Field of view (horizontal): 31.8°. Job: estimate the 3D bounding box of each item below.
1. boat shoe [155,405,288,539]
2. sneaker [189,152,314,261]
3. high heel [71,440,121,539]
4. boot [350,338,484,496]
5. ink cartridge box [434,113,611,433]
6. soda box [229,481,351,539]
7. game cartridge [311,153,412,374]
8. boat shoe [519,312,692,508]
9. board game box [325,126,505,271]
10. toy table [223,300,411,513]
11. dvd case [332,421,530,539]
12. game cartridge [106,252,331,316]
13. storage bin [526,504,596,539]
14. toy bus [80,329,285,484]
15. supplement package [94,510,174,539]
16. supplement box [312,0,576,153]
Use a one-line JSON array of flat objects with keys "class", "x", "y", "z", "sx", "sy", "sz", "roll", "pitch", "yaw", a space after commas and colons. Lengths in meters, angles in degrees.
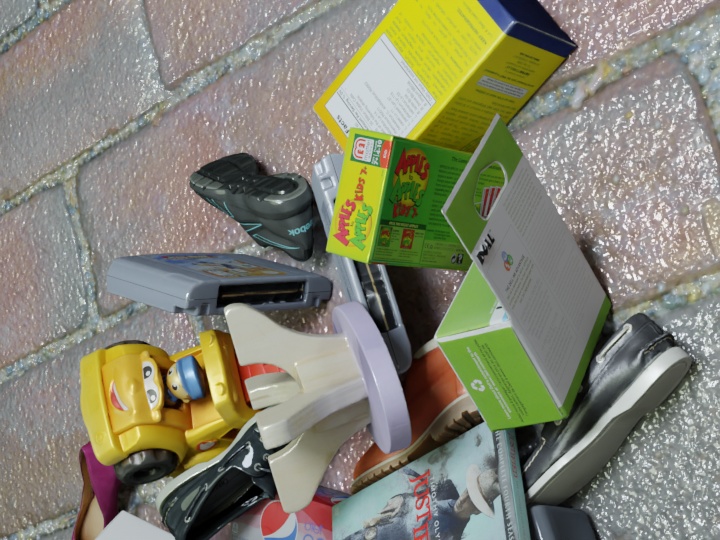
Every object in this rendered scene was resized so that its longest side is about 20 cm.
[{"class": "boat shoe", "x": -0.103, "y": 0.194, "z": 1.192, "sx": 0.198, "sy": 0.075, "sz": 0.066, "roll": -32, "pitch": 44, "yaw": 2}, {"class": "sneaker", "x": -0.111, "y": -0.063, "z": 1.287, "sx": 0.199, "sy": 0.075, "sz": 0.080, "roll": 27, "pitch": 141, "yaw": 53}, {"class": "high heel", "x": -0.308, "y": 0.267, "z": 1.411, "sx": 0.067, "sy": 0.096, "sz": 0.202, "roll": 33, "pitch": 107, "yaw": 34}, {"class": "boot", "x": 0.056, "y": 0.136, "z": 1.157, "sx": 0.200, "sy": 0.074, "sz": 0.108, "roll": -44, "pitch": 43, "yaw": 34}, {"class": "ink cartridge box", "x": 0.110, "y": 0.002, "z": 1.007, "sx": 0.075, "sy": 0.148, "sz": 0.201, "roll": -17, "pitch": 117, "yaw": 37}, {"class": "soda box", "x": -0.033, "y": 0.250, "z": 1.216, "sx": 0.198, "sy": 0.063, "sz": 0.071, "roll": 8, "pitch": 92, "yaw": 39}, {"class": "game cartridge", "x": 0.000, "y": 0.000, "z": 1.162, "sx": 0.040, "sy": 0.133, "sz": 0.202, "roll": -17, "pitch": 86, "yaw": -9}, {"class": "boat shoe", "x": 0.185, "y": 0.122, "z": 1.043, "sx": 0.201, "sy": 0.073, "sz": 0.060, "roll": -53, "pitch": 57, "yaw": 22}, {"class": "board game box", "x": 0.059, "y": -0.055, "z": 1.072, "sx": 0.047, "sy": 0.199, "sz": 0.103, "roll": 15, "pitch": 97, "yaw": 37}, {"class": "toy table", "x": -0.037, "y": 0.103, "z": 1.081, "sx": 0.116, "sy": 0.200, "sz": 0.186, "roll": -17, "pitch": 87, "yaw": -7}, {"class": "dvd case", "x": 0.054, "y": 0.223, "z": 1.063, "sx": 0.199, "sy": 0.022, "sz": 0.147, "roll": -32, "pitch": 39, "yaw": 28}, {"class": "game cartridge", "x": -0.140, "y": 0.011, "z": 1.226, "sx": 0.132, "sy": 0.199, "sz": 0.042, "roll": 19, "pitch": 103, "yaw": 36}, {"class": "storage bin", "x": 0.119, "y": 0.285, "z": 1.054, "sx": 0.199, "sy": 0.145, "sz": 0.136, "roll": -31, "pitch": 60, "yaw": 32}, {"class": "toy bus", "x": -0.143, "y": 0.119, "z": 1.227, "sx": 0.191, "sy": 0.199, "sz": 0.137, "roll": -29, "pitch": 61, "yaw": 27}, {"class": "supplement package", "x": -0.194, "y": 0.350, "z": 1.274, "sx": 0.198, "sy": 0.120, "sz": 0.122, "roll": 15, "pitch": 138, "yaw": 38}, {"class": "supplement box", "x": 0.072, "y": -0.171, "z": 1.126, "sx": 0.200, "sy": 0.109, "sz": 0.109, "roll": -47, "pitch": 61, "yaw": 25}]
